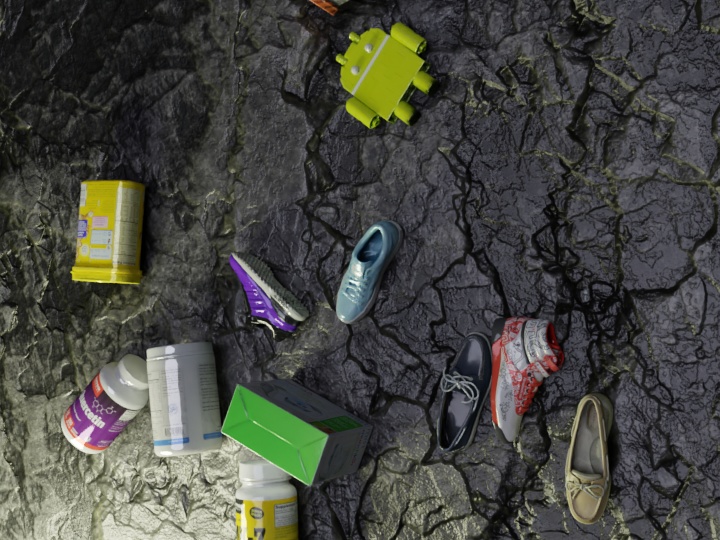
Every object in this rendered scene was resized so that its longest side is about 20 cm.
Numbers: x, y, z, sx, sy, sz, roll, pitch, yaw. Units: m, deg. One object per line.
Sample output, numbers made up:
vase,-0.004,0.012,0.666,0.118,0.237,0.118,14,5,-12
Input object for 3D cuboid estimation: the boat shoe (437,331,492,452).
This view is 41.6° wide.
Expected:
boat shoe,0.167,0.202,1.571,0.074,0.062,0.203,19,96,29

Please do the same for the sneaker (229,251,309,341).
sneaker,-0.192,0.053,1.763,0.200,0.069,0.100,45,109,23

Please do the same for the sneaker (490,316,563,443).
sneaker,0.268,0.175,1.517,0.106,0.067,0.205,-4,83,30

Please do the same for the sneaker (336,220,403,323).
sneaker,0.000,0.000,1.658,0.073,0.082,0.202,29,101,26

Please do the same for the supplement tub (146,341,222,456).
supplement tub,-0.332,0.243,1.792,0.130,0.131,0.204,-10,82,26

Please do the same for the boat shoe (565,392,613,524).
boat shoe,0.352,0.292,1.469,0.072,0.063,0.204,9,91,27

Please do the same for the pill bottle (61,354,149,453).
pill bottle,-0.498,0.262,1.888,0.200,0.112,0.113,-47,68,17

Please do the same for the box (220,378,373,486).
box,-0.108,0.277,1.647,0.198,0.176,0.098,25,99,26

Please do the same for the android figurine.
android figurine,0.041,-0.348,1.680,0.200,0.041,0.183,41,106,21

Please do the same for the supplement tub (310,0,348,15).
supplement tub,-0.036,-0.568,1.685,0.122,0.122,0.201,39,105,23

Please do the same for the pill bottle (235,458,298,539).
pill bottle,-0.168,0.445,1.705,0.113,0.114,0.204,-5,85,27

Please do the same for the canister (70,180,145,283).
canister,-0.509,-0.078,1.927,0.146,0.086,0.204,2,87,27
